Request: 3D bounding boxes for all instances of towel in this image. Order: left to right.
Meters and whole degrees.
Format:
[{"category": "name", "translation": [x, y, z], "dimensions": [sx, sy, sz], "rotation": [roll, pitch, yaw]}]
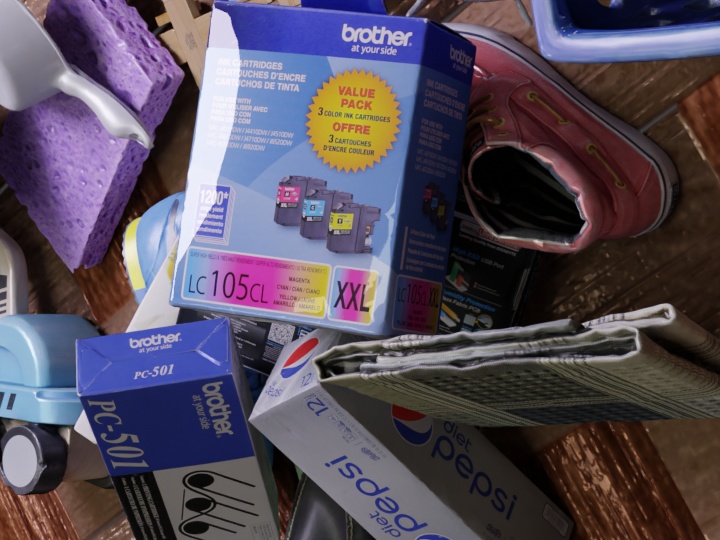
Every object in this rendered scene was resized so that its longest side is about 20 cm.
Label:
[{"category": "towel", "translation": [0.102, 0.052, 1.096], "dimensions": [0.191, 0.199, 0.035], "rotation": [-5, 76, 30]}]

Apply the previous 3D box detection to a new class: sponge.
[{"category": "sponge", "translation": [-0.189, -0.103, 1.411], "dimensions": [0.112, 0.030, 0.201], "rotation": [52, 139, 20]}]

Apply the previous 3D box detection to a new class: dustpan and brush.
[{"category": "dustpan and brush", "translation": [-0.213, -0.136, 1.350], "dimensions": [0.200, 0.057, 0.140], "rotation": [48, 165, 19]}]

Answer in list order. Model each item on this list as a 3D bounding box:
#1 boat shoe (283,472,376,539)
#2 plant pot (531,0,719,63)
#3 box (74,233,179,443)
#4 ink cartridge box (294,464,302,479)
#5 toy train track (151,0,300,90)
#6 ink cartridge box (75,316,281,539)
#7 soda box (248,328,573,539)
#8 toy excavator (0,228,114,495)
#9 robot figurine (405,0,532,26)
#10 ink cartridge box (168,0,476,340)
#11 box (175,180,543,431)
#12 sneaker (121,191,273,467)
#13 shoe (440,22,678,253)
[{"category": "boat shoe", "translation": [-0.031, 0.207, 1.293], "dimensions": [0.071, 0.067, 0.202], "rotation": [27, 116, 36]}, {"category": "plant pot", "translation": [0.199, -0.209, 0.967], "dimensions": [0.199, 0.179, 0.202], "rotation": [2, 102, 40]}, {"category": "box", "translation": [-0.117, 0.023, 1.319], "dimensions": [0.038, 0.041, 0.201], "rotation": [30, 103, 3]}, {"category": "ink cartridge box", "translation": [0.011, 0.177, 1.322], "dimensions": [0.145, 0.048, 0.202], "rotation": [-17, 92, 43]}, {"category": "toy train track", "translation": [-0.072, -0.159, 1.305], "dimensions": [0.199, 0.032, 0.116], "rotation": [-13, 101, 50]}, {"category": "ink cartridge box", "translation": [-0.109, 0.109, 1.280], "dimensions": [0.201, 0.093, 0.045], "rotation": [80, -178, -52]}, {"category": "soda box", "translation": [0.032, 0.118, 1.213], "dimensions": [0.200, 0.064, 0.068], "rotation": [44, 135, -19]}, {"category": "toy excavator", "translation": [-0.244, 0.049, 1.491], "dimensions": [0.193, 0.099, 0.202], "rotation": [6, 91, 41]}, {"category": "robot figurine", "translation": [0.066, -0.233, 1.120], "dimensions": [0.168, 0.113, 0.202], "rotation": [7, 107, 9]}, {"category": "ink cartridge box", "translation": [-0.018, -0.069, 1.129], "dimensions": [0.135, 0.076, 0.202], "rotation": [7, 86, 25]}, {"category": "box", "translation": [0.000, 0.000, 1.232], "dimensions": [0.198, 0.046, 0.160], "rotation": [20, 117, 8]}, {"category": "sneaker", "translation": [-0.092, 0.046, 1.364], "dimensions": [0.078, 0.066, 0.202], "rotation": [-20, 88, 38]}, {"category": "shoe", "translation": [0.078, -0.077, 1.166], "dimensions": [0.199, 0.091, 0.072], "rotation": [35, 122, 29]}]
